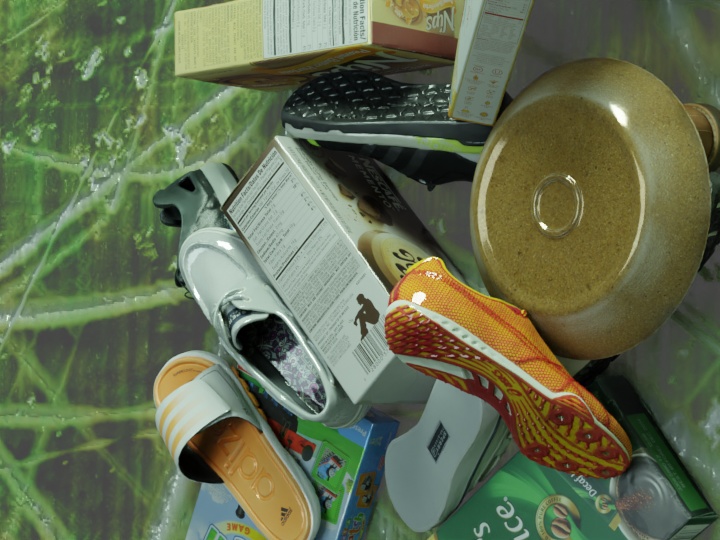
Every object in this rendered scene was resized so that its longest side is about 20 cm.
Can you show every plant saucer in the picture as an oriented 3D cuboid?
[{"bbox_3d":[0.139,-0.042,1.308,0.199,0.035,0.202,-3,85,44],"label":"plant saucer"}]

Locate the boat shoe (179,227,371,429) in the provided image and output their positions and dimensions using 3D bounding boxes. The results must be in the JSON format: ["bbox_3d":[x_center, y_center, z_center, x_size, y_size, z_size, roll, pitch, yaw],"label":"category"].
[{"bbox_3d":[-0.075,0.042,1.465,0.072,0.068,0.200,-45,68,18],"label":"boat shoe"}]

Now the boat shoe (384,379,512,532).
[{"bbox_3d":[0.073,0.119,1.415,0.072,0.065,0.201,57,149,27],"label":"boat shoe"}]

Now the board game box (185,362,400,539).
[{"bbox_3d":[-0.061,0.182,1.554,0.151,0.036,0.202,26,105,38],"label":"board game box"}]

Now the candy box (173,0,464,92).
[{"bbox_3d":[-0.032,-0.176,1.497,0.199,0.115,0.056,-5,86,40],"label":"candy box"}]

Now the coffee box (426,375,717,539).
[{"bbox_3d":[0.141,0.182,1.380,0.200,0.044,0.123,-46,62,29],"label":"coffee box"}]

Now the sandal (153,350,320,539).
[{"bbox_3d":[-0.107,0.136,1.533,0.207,0.059,0.080,45,114,34],"label":"sandal"}]

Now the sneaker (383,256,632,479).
[{"bbox_3d":[0.106,0.063,1.299,0.200,0.077,0.073,41,136,-14],"label":"sneaker"}]

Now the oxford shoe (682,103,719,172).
[{"bbox_3d":[0.155,-0.059,1.366,0.200,0.071,0.072,-36,67,34],"label":"oxford shoe"}]

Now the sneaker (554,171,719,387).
[{"bbox_3d":[0.171,0.002,1.338,0.079,0.074,0.200,51,119,15],"label":"sneaker"}]

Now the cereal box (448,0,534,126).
[{"bbox_3d":[0.098,-0.209,1.326,0.200,0.039,0.145,102,178,-62],"label":"cereal box"}]

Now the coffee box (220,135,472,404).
[{"bbox_3d":[0.000,0.000,1.464,0.080,0.113,0.200,-51,58,26],"label":"coffee box"}]

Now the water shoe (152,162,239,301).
[{"bbox_3d":[-0.104,0.009,1.563,0.078,0.072,0.201,-23,59,-3],"label":"water shoe"}]

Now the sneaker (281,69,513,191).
[{"bbox_3d":[0.031,-0.090,1.452,0.199,0.072,0.083,10,133,29],"label":"sneaker"}]
